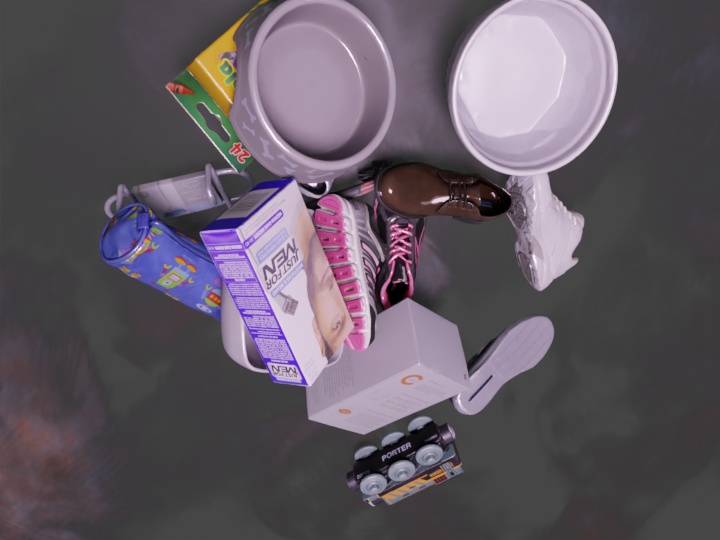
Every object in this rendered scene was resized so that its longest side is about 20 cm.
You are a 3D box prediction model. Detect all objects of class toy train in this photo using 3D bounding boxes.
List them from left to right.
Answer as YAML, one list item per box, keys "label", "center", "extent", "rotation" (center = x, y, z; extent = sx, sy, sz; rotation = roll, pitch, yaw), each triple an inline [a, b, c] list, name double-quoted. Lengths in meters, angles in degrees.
- label: "toy train"
  center: [0.077, 0.322, 0.984]
  extent: [0.197, 0.086, 0.115]
  rotation: [-30, 124, 8]

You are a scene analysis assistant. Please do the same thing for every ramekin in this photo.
- label: "ramekin"
  center: [0.195, -0.227, 0.724]
  extent: [0.195, 0.106, 0.205]
  rotation: [-2, 115, -4]

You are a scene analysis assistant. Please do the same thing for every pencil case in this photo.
- label: "pencil case"
  center: [-0.214, -0.006, 0.728]
  extent: [0.086, 0.079, 0.199]
  rotation: [-29, 143, 19]

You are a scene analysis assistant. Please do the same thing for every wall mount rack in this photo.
- label: "wall mount rack"
  center: [-0.225, -0.056, 0.783]
  extent: [0.195, 0.076, 0.175]
  rotation: [-13, 149, 1]

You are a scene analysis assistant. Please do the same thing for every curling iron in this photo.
- label: "curling iron"
  center: [-0.042, -0.094, 0.799]
  extent: [0.197, 0.050, 0.026]
  rotation: [-26, 115, 12]

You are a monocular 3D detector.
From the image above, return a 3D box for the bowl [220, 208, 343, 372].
- label: "bowl"
  center: [-0.100, 0.022, 0.760]
  extent: [0.073, 0.198, 0.205]
  rotation: [2, 86, 35]

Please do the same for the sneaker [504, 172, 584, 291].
- label: "sneaker"
  center: [0.259, -0.072, 0.823]
  extent: [0.098, 0.078, 0.202]
  rotation: [-26, 131, -5]

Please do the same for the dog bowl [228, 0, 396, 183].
- label: "dog bowl"
  center: [-0.046, -0.198, 0.647]
  extent: [0.196, 0.058, 0.205]
  rotation: [-4, 97, -28]

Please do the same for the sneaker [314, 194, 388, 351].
- label: "sneaker"
  center: [0.000, 0.000, 0.775]
  extent: [0.086, 0.073, 0.205]
  rotation: [-15, 97, -45]

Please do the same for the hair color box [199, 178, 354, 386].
- label: "hair color box"
  center: [-0.085, 0.015, 0.668]
  extent: [0.064, 0.110, 0.203]
  rotation: [0, 124, 34]

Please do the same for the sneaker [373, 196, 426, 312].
- label: "sneaker"
  center: [0.054, -0.024, 0.810]
  extent: [0.077, 0.096, 0.204]
  rotation: [1, 114, -4]

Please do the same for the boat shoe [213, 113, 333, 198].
- label: "boat shoe"
  center: [-0.112, -0.163, 0.741]
  extent: [0.072, 0.069, 0.200]
  rotation: [-38, 113, 12]

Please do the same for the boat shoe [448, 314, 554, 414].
- label: "boat shoe"
  center: [0.207, 0.135, 0.916]
  extent: [0.199, 0.071, 0.073]
  rotation: [-37, 102, -10]

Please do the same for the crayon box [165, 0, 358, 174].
- label: "crayon box"
  center: [-0.102, -0.223, 0.675]
  extent: [0.201, 0.051, 0.127]
  rotation: [-48, 115, -15]

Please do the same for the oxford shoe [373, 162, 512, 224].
- label: "oxford shoe"
  center: [0.110, -0.102, 0.756]
  extent: [0.196, 0.084, 0.075]
  rotation: [1, 89, -27]

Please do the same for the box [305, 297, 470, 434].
- label: "box"
  center: [0.033, 0.140, 0.829]
  extent: [0.198, 0.099, 0.123]
  rotation: [-31, 140, 30]
